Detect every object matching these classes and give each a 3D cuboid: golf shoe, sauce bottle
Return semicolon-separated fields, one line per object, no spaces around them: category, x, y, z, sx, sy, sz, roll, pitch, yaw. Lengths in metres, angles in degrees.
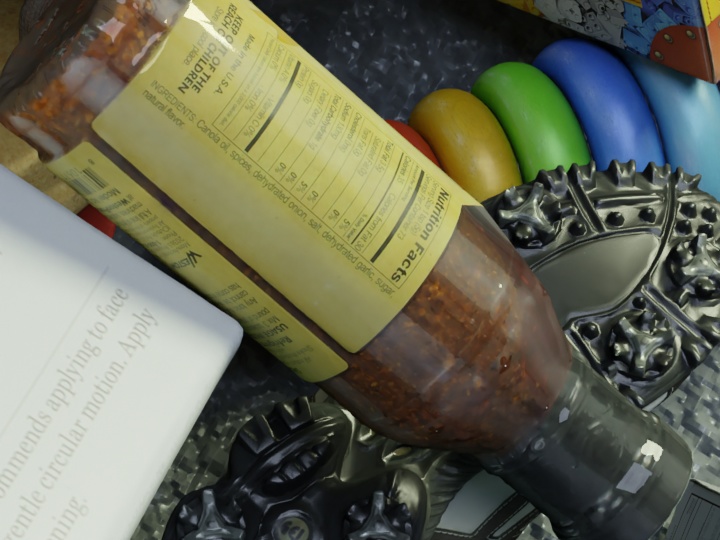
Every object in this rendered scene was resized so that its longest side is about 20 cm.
golf shoe;0.026;0.045;0.843;0.200;0.095;0.078;-35;71;-16
sauce bottle;0.000;0.000;0.749;0.200;0.066;0.066;42;65;-19

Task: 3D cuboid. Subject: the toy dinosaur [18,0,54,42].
toy dinosaur;-0.042;-0.131;0.759;0.135;0.086;0.201;13;92;8

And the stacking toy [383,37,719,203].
stacking toy;0.046;-0.027;0.887;0.199;0.085;0.086;-18;79;-14

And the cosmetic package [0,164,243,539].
cosmetic package;-0.168;0.054;0.714;0.199;0.165;0.165;34;41;-4

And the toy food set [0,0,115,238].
toy food set;-0.145;-0.074;0.841;0.197;0.049;0.201;26;61;4

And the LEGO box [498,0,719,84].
LEGO box;0.098;-0.169;0.900;0.148;0.077;0.200;25;61;34

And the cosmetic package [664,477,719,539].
cosmetic package;0.187;0.120;0.871;0.199;0.083;0.051;21;92;-10
